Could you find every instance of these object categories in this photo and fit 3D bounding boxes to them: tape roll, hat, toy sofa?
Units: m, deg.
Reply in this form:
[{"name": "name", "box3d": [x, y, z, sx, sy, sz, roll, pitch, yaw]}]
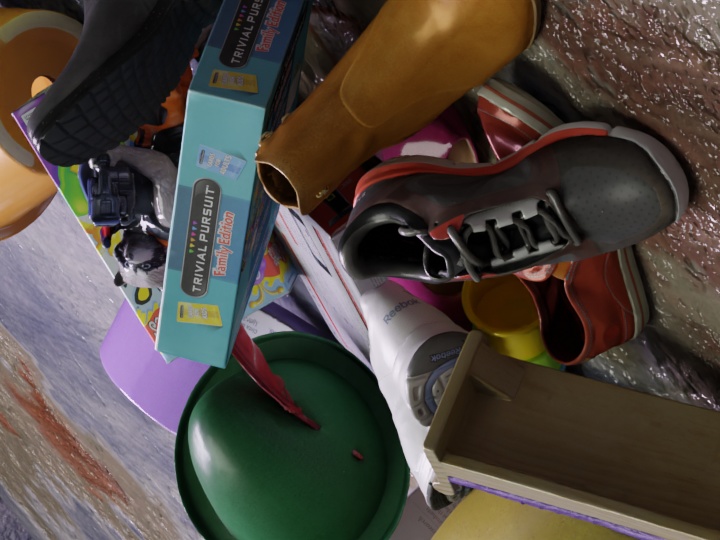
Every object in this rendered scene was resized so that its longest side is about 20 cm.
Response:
[{"name": "tape roll", "box3d": [-0.091, 0.075, 1.972, 0.199, 0.066, 0.200, 26, -164, -8]}, {"name": "hat", "box3d": [-0.079, 0.109, 1.718, 0.200, 0.166, 0.176, 49, -171, 16]}, {"name": "toy sofa", "box3d": [0.143, 0.110, 1.509, 0.199, 0.083, 0.098, 15, 157, 21]}]

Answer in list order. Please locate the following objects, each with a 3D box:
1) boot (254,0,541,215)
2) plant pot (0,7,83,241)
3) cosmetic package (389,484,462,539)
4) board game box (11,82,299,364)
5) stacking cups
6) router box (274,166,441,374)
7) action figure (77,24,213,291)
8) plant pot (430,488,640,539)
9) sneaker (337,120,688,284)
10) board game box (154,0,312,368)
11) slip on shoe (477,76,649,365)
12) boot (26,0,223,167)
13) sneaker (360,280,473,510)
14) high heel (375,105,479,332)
[{"name": "boot", "box3d": [0.014, -0.095, 1.403, 0.071, 0.144, 0.201, 47, 162, 2]}, {"name": "plant pot", "box3d": [-0.283, -0.121, 2.028, 0.183, 0.200, 0.201, -9, 122, 51]}, {"name": "cosmetic package", "box3d": [0.046, 0.200, 1.854, 0.071, 0.200, 0.102, 45, 163, 12]}, {"name": "board game box", "box3d": [-0.136, -0.055, 1.824, 0.201, 0.105, 0.103, 58, -170, -8]}, {"name": "stacking cups", "box3d": [0.104, 0.067, 1.668, 0.060, 0.060, 0.200, 39, 160, 29]}, {"name": "router box", "box3d": [0.000, 0.000, 1.744, 0.179, 0.049, 0.200, 45, 166, 53]}, {"name": "action figure", "box3d": [-0.121, -0.075, 1.668, 0.104, 0.194, 0.200, 9, -164, -8]}, {"name": "plant pot", "box3d": [0.146, 0.174, 1.630, 0.200, 0.200, 0.142, 41, 133, 23]}, {"name": "sneaker", "box3d": [0.077, -0.020, 1.401, 0.199, 0.082, 0.077, -9, 120, 31]}, {"name": "board game box", "box3d": [-0.073, -0.068, 1.561, 0.047, 0.151, 0.201, 13, 131, 3]}, {"name": "slip on shoe", "box3d": [0.105, -0.023, 1.475, 0.074, 0.061, 0.200, 33, 155, 46]}, {"name": "boot", "box3d": [-0.156, -0.165, 1.589, 0.131, 0.200, 0.070, 37, 167, 23]}, {"name": "sneaker", "box3d": [0.048, 0.075, 1.651, 0.087, 0.074, 0.200, 51, 164, 34]}, {"name": "high heel", "box3d": [0.055, -0.020, 1.592, 0.096, 0.067, 0.200, 32, 156, 50]}]
